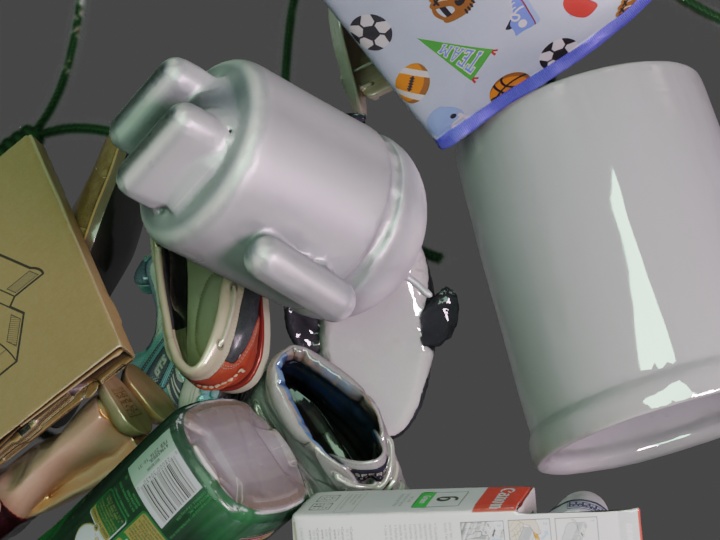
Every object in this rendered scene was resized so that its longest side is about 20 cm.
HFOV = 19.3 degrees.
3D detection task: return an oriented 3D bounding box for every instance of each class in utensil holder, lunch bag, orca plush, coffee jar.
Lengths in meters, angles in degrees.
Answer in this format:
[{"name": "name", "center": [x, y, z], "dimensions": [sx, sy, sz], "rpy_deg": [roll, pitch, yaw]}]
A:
[{"name": "utensil holder", "center": [0.155, 0.000, 1.251], "dimensions": [0.169, 0.170, 0.201], "rpy_deg": [-17, 74, 2]}, {"name": "lunch bag", "center": [0.076, -0.201, 1.198], "dimensions": [0.200, 0.170, 0.124], "rpy_deg": [-33, 33, 15]}, {"name": "orca plush", "center": [0.000, 0.000, 1.314], "dimensions": [0.105, 0.071, 0.201], "rpy_deg": [-24, 96, 10]}, {"name": "coffee jar", "center": [-0.131, 0.165, 1.243], "dimensions": [0.200, 0.104, 0.085], "rpy_deg": [-42, 74, 23]}]

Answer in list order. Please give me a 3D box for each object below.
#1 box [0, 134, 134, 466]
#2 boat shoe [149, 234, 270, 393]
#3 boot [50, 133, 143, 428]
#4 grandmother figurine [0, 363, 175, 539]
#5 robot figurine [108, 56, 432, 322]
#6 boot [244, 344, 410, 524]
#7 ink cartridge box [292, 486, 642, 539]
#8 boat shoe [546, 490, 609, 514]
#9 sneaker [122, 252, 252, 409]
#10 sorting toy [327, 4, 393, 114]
[{"name": "box", "center": [-0.231, 0.031, 1.292], "dimensions": [0.163, 0.021, 0.200], "rpy_deg": [-38, 48, 9]}, {"name": "boat shoe", "center": [-0.095, -0.027, 1.262], "dimensions": [0.071, 0.063, 0.201], "rpy_deg": [-13, 73, 23]}, {"name": "boot", "center": [-0.189, -0.008, 1.338], "dimensions": [0.075, 0.074, 0.201], "rpy_deg": [19, 82, 19]}, {"name": "grandmother figurine", "center": [-0.207, 0.138, 1.285], "dimensions": [0.200, 0.121, 0.061], "rpy_deg": [-40, 76, 17]}, {"name": "robot figurine", "center": [-0.044, -0.043, 1.190], "dimensions": [0.113, 0.200, 0.170], "rpy_deg": [-43, 37, 29]}, {"name": "boot", "center": [-0.001, 0.138, 1.263], "dimensions": [0.073, 0.096, 0.200], "rpy_deg": [-35, 76, -26]}, {"name": "ink cartridge box", "center": [0.066, 0.180, 1.197], "dimensions": [0.199, 0.050, 0.110], "rpy_deg": [-4, 100, 16]}, {"name": "boat shoe", "center": [0.106, 0.225, 1.257], "dimensions": [0.073, 0.065, 0.201], "rpy_deg": [26, 102, 3]}, {"name": "sneaker", "center": [-0.096, -0.008, 1.323], "dimensions": [0.086, 0.078, 0.201], "rpy_deg": [14, 79, 12]}, {"name": "sorting toy", "center": [0.051, -0.219, 1.291], "dimensions": [0.199, 0.180, 0.107], "rpy_deg": [-25, 50, -1]}]
